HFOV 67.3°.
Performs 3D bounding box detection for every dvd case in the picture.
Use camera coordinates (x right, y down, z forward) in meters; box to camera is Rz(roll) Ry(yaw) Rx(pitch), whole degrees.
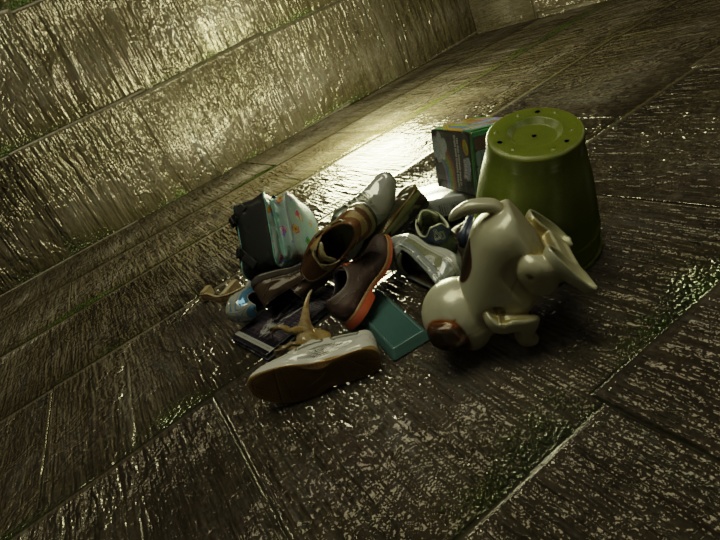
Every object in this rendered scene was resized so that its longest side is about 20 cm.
[{"bbox_3d":[-0.136,0.088,1.034,0.199,0.016,0.148,-38,28,-28],"label":"dvd case"}]

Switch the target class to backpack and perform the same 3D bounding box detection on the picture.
[{"bbox_3d":[-0.164,-0.063,1.142,0.151,0.178,0.200,-19,-15,10],"label":"backpack"}]

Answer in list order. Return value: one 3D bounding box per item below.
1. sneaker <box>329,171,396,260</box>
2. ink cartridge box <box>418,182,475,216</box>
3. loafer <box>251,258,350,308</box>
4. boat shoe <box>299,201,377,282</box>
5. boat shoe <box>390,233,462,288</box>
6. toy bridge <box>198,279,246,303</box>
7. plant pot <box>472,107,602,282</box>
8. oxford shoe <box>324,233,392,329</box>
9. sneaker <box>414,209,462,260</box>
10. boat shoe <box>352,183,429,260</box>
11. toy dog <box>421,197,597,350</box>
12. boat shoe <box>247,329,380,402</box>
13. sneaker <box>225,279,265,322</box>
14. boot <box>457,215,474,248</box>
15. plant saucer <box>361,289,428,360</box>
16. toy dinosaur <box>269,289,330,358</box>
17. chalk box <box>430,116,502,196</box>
[{"bbox_3d":[-0.004,-0.109,1.050,0.070,0.080,0.201,40,98,41],"label":"sneaker"},{"bbox_3d":[0.173,-0.157,1.182,0.195,0.048,0.200,-10,15,31],"label":"ink cartridge box"},{"bbox_3d":[-0.110,0.026,1.052,0.197,0.072,0.073,-17,-20,-1],"label":"loafer"},{"bbox_3d":[-0.053,-0.041,0.934,0.200,0.076,0.074,-45,-1,41],"label":"boat shoe"},{"bbox_3d":[0.094,-0.012,0.944,0.064,0.075,0.201,-31,31,-24],"label":"boat shoe"},{"bbox_3d":[-0.304,0.048,1.264,0.197,0.027,0.067,-13,28,27],"label":"toy bridge"},{"bbox_3d":[0.253,-0.119,0.785,0.197,0.195,0.202,-9,43,8],"label":"plant pot"},{"bbox_3d":[0.000,0.000,0.921,0.071,0.072,0.201,-40,21,47],"label":"oxford shoe"},{"bbox_3d":[0.135,-0.079,1.014,0.066,0.091,0.201,-24,24,4],"label":"sneaker"},{"bbox_3d":[0.063,-0.076,1.082,0.202,0.066,0.072,-52,23,8],"label":"boat shoe"},{"bbox_3d":[0.162,0.024,0.686,0.201,0.192,0.140,-51,27,27],"label":"toy dog"},{"bbox_3d":[-0.068,0.137,0.800,0.197,0.072,0.070,-14,33,2],"label":"boat shoe"},{"bbox_3d":[-0.214,0.052,1.122,0.071,0.073,0.200,2,22,8],"label":"sneaker"},{"bbox_3d":[0.245,-0.105,0.966,0.089,0.074,0.200,9,39,28],"label":"boot"},{"bbox_3d":[0.042,0.080,0.875,0.069,0.019,0.200,-30,25,-9],"label":"plant saucer"},{"bbox_3d":[-0.101,0.114,0.923,0.100,0.059,0.201,-13,31,-9],"label":"toy dinosaur"},{"bbox_3d":[0.241,-0.222,1.045,0.122,0.126,0.200,-18,22,-17],"label":"chalk box"}]
